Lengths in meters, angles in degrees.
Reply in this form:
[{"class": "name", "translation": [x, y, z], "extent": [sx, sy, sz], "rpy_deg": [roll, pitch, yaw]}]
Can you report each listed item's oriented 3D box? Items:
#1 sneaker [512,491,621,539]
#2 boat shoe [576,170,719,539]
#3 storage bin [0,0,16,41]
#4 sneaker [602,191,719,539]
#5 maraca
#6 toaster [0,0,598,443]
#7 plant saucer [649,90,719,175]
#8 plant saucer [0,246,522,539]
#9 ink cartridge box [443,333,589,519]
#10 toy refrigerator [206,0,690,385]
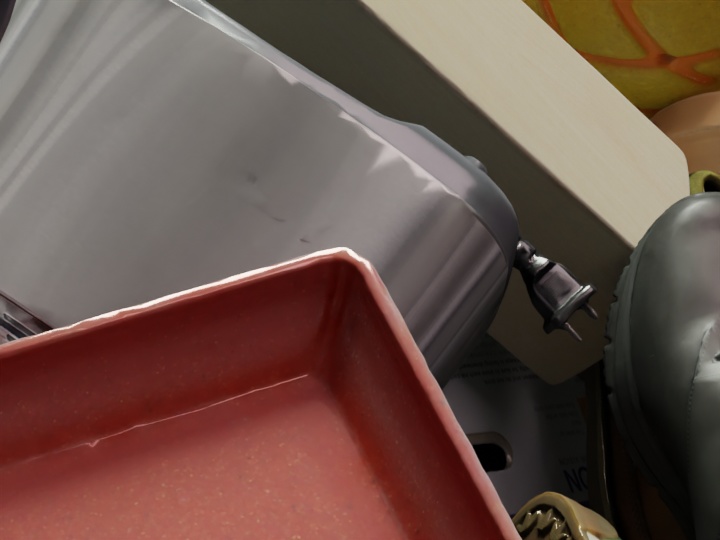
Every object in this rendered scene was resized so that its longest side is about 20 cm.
[{"class": "sneaker", "translation": [0.084, 0.151, 0.794], "extent": [0.090, 0.067, 0.201], "rpy_deg": [30, 25, -20]}, {"class": "boat shoe", "translation": [0.118, 0.055, 0.939], "extent": [0.072, 0.068, 0.201], "rpy_deg": [14, 48, -40]}, {"class": "storage bin", "translation": [-0.176, -0.043, 0.713], "extent": [0.145, 0.201, 0.134], "rpy_deg": [16, 20, -27]}, {"class": "sneaker", "translation": [0.130, 0.068, 0.854], "extent": [0.075, 0.091, 0.201], "rpy_deg": [-3, 73, -22]}, {"class": "maraca", "translation": [0.106, -0.112, 1.119], "extent": [0.137, 0.200, 0.107], "rpy_deg": [43, 65, 5]}, {"class": "toaster", "translation": [-0.048, 0.007, 0.796], "extent": [0.199, 0.129, 0.114], "rpy_deg": [34, -19, 7]}, {"class": "plant saucer", "translation": [0.200, -0.010, 1.102], "extent": [0.199, 0.033, 0.200], "rpy_deg": [18, -18, 6]}, {"class": "plant saucer", "translation": [-0.054, 0.101, 0.653], "extent": [0.198, 0.037, 0.201], "rpy_deg": [-16, 53, -16]}, {"class": "ink cartridge box", "translation": [0.000, 0.000, 0.949], "extent": [0.199, 0.040, 0.201], "rpy_deg": [-3, 71, -50]}, {"class": "toy refrigerator", "translation": [0.019, -0.054, 0.907], "extent": [0.200, 0.070, 0.076], "rpy_deg": [39, 34, -29]}]
